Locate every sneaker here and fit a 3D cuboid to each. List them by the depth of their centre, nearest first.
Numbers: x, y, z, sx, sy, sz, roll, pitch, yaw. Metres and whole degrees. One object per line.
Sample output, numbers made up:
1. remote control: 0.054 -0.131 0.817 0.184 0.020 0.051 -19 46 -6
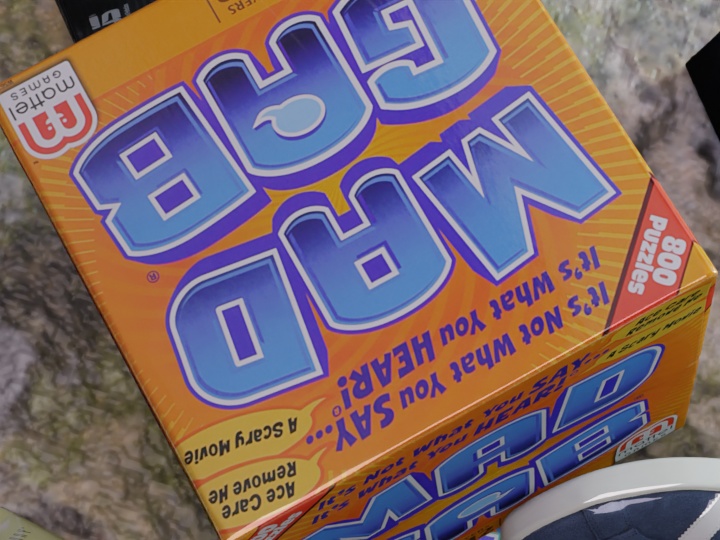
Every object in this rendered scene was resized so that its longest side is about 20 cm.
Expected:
1. sneaker: 0.159 0.126 0.932 0.199 0.075 0.085 -3 69 -5

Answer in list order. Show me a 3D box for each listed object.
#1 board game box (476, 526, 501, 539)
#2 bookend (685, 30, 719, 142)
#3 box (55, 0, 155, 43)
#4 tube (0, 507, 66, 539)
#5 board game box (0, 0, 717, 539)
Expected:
1. board game box: 0.094 0.192 0.981 0.199 0.045 0.153 11 83 -1
2. bookend: 0.279 -0.049 0.992 0.198 0.092 0.201 -23 87 -5
3. box: -0.044 -0.162 0.933 0.193 0.200 0.048 -26 85 -6
4. tube: -0.088 0.160 0.944 0.200 0.058 0.052 26 76 12
5. board game box: 0.000 0.000 0.897 0.199 0.200 0.200 -28 71 -6
